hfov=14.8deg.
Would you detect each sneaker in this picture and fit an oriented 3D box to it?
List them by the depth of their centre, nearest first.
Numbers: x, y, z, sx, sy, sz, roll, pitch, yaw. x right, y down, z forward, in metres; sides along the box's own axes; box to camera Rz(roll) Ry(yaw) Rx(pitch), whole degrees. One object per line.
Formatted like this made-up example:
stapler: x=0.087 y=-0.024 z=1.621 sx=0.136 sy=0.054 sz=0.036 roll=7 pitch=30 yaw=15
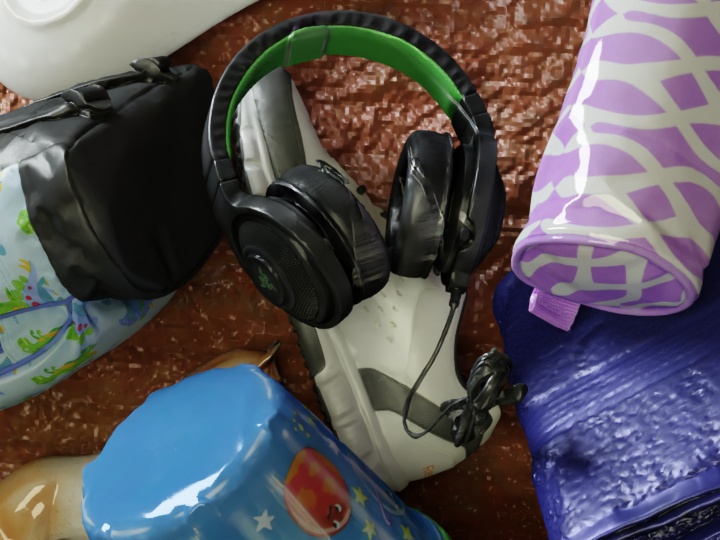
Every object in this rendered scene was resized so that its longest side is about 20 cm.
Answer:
sneaker: x=0.000 y=0.000 z=1.229 sx=0.080 sy=0.074 sz=0.201 roll=-21 pitch=91 yaw=-1

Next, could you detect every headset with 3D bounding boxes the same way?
headset: x=0.011 y=-0.022 z=1.151 sx=0.123 sy=0.094 sz=0.201 roll=-16 pitch=71 yaw=-17

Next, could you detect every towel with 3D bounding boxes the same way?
towel: x=0.134 y=0.041 z=1.140 sx=0.147 sy=0.200 sz=0.050 roll=-28 pitch=123 yaw=11

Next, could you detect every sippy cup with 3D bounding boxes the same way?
sippy cup: x=-0.043 y=0.114 z=1.128 sx=0.177 sy=0.140 sz=0.131 roll=1 pitch=135 yaw=47

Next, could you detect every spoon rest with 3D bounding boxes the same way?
spoon rest: x=-0.086 y=-0.136 z=1.244 sx=0.199 sy=0.061 sz=0.100 roll=-17 pitch=65 yaw=22

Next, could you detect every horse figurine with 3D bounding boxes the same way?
horse figurine: x=-0.113 y=0.122 z=1.264 sx=0.199 sy=0.050 sz=0.133 roll=-16 pitch=95 yaw=11

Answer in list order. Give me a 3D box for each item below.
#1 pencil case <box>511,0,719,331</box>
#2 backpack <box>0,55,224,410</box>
pencil case: x=0.121 y=-0.079 z=1.144 sx=0.084 sy=0.085 sz=0.201 roll=30 pitch=65 yaw=-25
backpack: x=-0.164 y=-0.001 z=1.222 sx=0.199 sy=0.163 sz=0.154 roll=-9 pitch=104 yaw=20
